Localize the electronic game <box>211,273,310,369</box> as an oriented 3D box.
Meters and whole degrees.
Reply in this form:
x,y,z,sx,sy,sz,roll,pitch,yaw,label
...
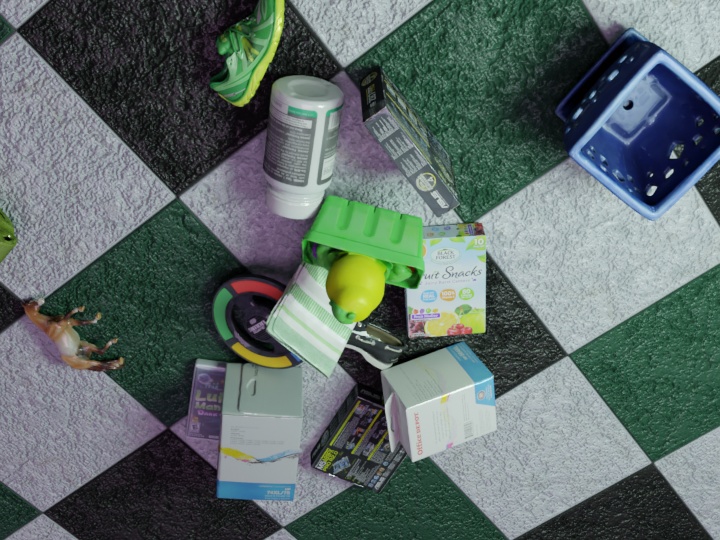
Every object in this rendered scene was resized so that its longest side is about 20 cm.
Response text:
x,y,z,sx,sy,sz,roll,pitch,yaw,label
-0.170,0.092,1.642,0.198,0.042,0.202,12,127,15,electronic game

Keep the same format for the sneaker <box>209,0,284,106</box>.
x,y,z,sx,sy,sz,roll,pitch,yaw,label
-0.169,-0.338,1.390,0.083,0.074,0.201,18,119,-19,sneaker

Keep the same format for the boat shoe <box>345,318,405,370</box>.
x,y,z,sx,sy,sz,roll,pitch,yaw,label
-0.005,0.110,1.677,0.199,0.074,0.060,34,114,-24,boat shoe

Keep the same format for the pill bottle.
x,y,z,sx,sy,sz,roll,pitch,yaw,label
-0.093,-0.190,1.463,0.112,0.114,0.202,6,121,-7,pill bottle

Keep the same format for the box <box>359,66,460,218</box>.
x,y,z,sx,sy,sz,roll,pitch,yaw,label
0.076,-0.199,1.440,0.049,0.162,0.200,-33,119,17,box

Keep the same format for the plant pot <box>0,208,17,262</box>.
x,y,z,sx,sy,sz,roll,pitch,yaw,label
-0.661,-0.031,1.502,0.189,0.200,0.200,-38,117,4,plant pot

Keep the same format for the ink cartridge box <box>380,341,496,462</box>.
x,y,z,sx,sy,sz,roll,pitch,yaw,label
0.130,0.240,1.703,0.198,0.125,0.130,-17,123,-14,ink cartridge box

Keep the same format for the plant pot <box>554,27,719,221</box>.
x,y,z,sx,sy,sz,roll,pitch,yaw,label
0.424,-0.233,1.429,0.199,0.181,0.200,32,115,-22,plant pot

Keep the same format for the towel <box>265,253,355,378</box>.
x,y,z,sx,sy,sz,roll,pitch,yaw,label
-0.063,0.056,1.592,0.152,0.201,0.023,39,155,-25,towel

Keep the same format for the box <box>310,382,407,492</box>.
x,y,z,sx,sy,sz,roll,pitch,yaw,label
0.015,0.329,1.831,0.159,0.044,0.201,23,117,-16,box

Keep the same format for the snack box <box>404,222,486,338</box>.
x,y,z,sx,sy,sz,roll,pitch,yaw,label
0.147,0.020,1.642,0.140,0.053,0.202,-5,121,-1,snack box

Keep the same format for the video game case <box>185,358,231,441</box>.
x,y,z,sx,sy,sz,roll,pitch,yaw,label
-0.225,0.257,1.784,0.197,0.023,0.184,9,120,-8,video game case

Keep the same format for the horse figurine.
x,y,z,sx,sy,sz,roll,pitch,yaw,label
-0.501,0.123,1.665,0.131,0.050,0.201,-13,129,19,horse figurine

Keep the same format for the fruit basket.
x,y,z,sx,sy,sz,roll,pitch,yaw,label
0.000,0.000,1.492,0.213,0.218,0.156,-1,165,-3,fruit basket

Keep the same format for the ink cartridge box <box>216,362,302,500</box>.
x,y,z,sx,sy,sz,roll,pitch,yaw,label
-0.184,0.293,1.710,0.144,0.147,0.202,4,122,-6,ink cartridge box
